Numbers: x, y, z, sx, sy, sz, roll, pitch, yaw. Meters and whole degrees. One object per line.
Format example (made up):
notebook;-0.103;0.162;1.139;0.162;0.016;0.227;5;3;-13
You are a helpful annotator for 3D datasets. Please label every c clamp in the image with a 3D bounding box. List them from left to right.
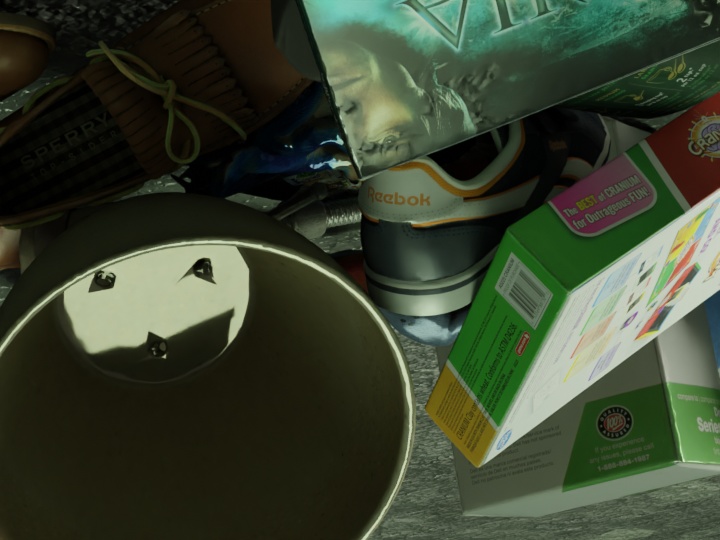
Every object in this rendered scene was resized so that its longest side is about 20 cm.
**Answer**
c clamp;0.007;-0.031;1.083;0.199;0.027;0.171;-11;177;-38

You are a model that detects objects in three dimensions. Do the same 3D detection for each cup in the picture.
cup;-0.087;0.042;0.941;0.199;0.143;0.201;-6;119;-11

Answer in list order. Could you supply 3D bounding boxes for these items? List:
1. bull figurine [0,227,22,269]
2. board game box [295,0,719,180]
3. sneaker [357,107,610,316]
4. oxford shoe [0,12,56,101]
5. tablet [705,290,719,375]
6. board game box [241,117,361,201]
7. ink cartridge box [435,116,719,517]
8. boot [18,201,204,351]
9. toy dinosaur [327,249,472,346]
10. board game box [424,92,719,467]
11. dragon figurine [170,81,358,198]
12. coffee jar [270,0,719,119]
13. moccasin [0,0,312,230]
bull figurine;-0.243;0.001;1.117;0.199;0.065;0.122;-18;134;18
board game box;0.073;-0.124;0.764;0.199;0.028;0.136;-22;132;-2
sneaker;0.063;-0.058;0.950;0.078;0.080;0.200;6;-151;25
oxford shoe;-0.213;-0.065;0.955;0.199;0.072;0.071;-23;155;37
tablet;0.201;0.002;1.229;0.014;0.131;0.200;-6;164;-27
board game box;0.033;-0.075;1.095;0.104;0.024;0.199;12;155;-44
ink cartridge box;0.121;0.030;1.174;0.146;0.201;0.084;-17;163;33
boot;-0.114;0.059;1.076;0.145;0.201;0.070;9;-160;14
toy dinosaur;0.000;0.000;1.102;0.180;0.105;0.201;12;126;-13
board game box;0.129;-0.007;0.951;0.200;0.040;0.153;-32;159;-31
dragon figurine;-0.054;-0.067;1.009;0.099;0.059;0.200;-15;171;-4
coffee jar;0.065;-0.118;0.863;0.199;0.086;0.104;3;166;-30
moccasin;-0.099;-0.075;0.916;0.200;0.074;0.078;-20;-163;19
